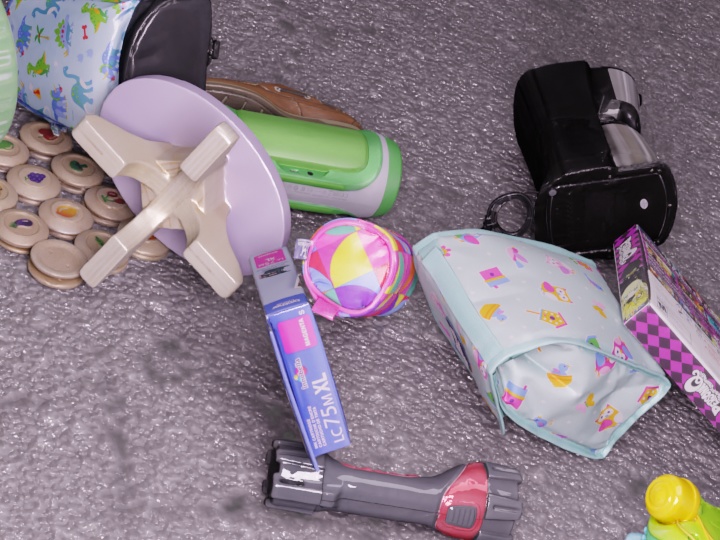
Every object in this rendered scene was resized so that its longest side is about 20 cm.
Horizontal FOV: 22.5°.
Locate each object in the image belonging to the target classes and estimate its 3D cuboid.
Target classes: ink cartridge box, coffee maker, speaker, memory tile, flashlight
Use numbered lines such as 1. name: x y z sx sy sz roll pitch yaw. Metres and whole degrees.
1. ink cartridge box: -0.047 0.064 1.397 0.042 0.120 0.200 -17 17 -1
2. coffee maker: 0.212 -0.119 1.844 0.190 0.135 0.201 11 35 -16
3. speaker: -0.065 -0.102 1.701 0.198 0.089 0.089 9 36 -21
4. memory tile: -0.272 -0.062 1.584 0.153 0.017 0.200 -19 52 -45
5. flashlight: 0.024 0.169 1.406 0.198 0.068 0.068 11 61 -11

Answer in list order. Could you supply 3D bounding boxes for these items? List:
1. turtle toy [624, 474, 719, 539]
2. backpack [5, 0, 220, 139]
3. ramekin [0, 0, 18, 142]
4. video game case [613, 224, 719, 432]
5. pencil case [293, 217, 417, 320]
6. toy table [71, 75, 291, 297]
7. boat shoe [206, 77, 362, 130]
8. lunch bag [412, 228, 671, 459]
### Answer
1. turtle toy: 0.271 0.257 1.391 0.145 0.101 0.201 29 28 -37
2. backpack: -0.237 -0.192 1.650 0.153 0.165 0.200 -2 21 -32
3. ramekin: -0.371 -0.177 1.511 0.097 0.201 0.200 -17 51 -39
4. video game case: 0.304 0.070 1.625 0.200 0.036 0.182 47 20 -15
5. pencil case: 0.000 0.000 1.536 0.088 0.089 0.200 29 4 9
6. toy table: -0.156 -0.067 1.513 0.199 0.184 0.117 36 22 3
7. boat shoe: -0.090 -0.146 1.769 0.199 0.072 0.068 19 28 -24
8. lunch bag: 0.142 0.055 1.552 0.199 0.122 0.171 19 29 -39
